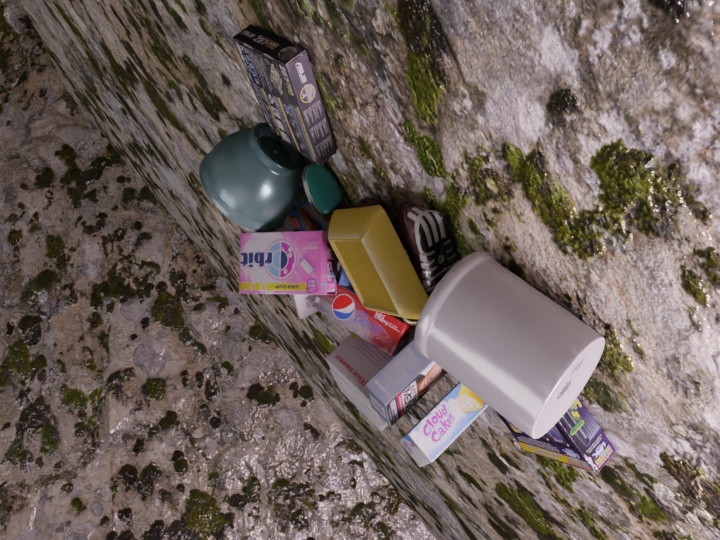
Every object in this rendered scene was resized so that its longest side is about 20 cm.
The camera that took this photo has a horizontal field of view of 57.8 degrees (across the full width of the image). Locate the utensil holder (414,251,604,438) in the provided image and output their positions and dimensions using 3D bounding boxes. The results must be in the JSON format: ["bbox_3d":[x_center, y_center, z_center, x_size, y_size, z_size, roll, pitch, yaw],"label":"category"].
[{"bbox_3d":[0.199,0.100,0.879,0.199,0.169,0.171,38,159,30],"label":"utensil holder"}]

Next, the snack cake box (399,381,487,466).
[{"bbox_3d":[0.170,0.271,1.225,0.067,0.199,0.115,46,162,10],"label":"snack cake box"}]

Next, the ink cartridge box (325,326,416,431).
[{"bbox_3d":[0.053,0.196,1.369,0.145,0.199,0.146,37,159,35],"label":"ink cartridge box"}]

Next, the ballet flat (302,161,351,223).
[{"bbox_3d":[-0.049,-0.116,1.246,0.201,0.068,0.075,52,172,-14],"label":"ballet flat"}]

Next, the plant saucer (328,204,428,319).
[{"bbox_3d":[0.020,-0.003,1.078,0.203,0.048,0.199,62,161,-14],"label":"plant saucer"}]

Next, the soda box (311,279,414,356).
[{"bbox_3d":[0.005,0.088,1.288,0.198,0.071,0.063,30,-173,21],"label":"soda box"}]

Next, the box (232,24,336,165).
[{"bbox_3d":[-0.126,-0.295,1.104,0.161,0.049,0.202,39,159,39],"label":"box"}]

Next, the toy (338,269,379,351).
[{"bbox_3d":[0.006,0.062,1.360,0.199,0.115,0.048,39,162,35],"label":"toy"}]

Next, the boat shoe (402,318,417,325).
[{"bbox_3d":[0.102,0.068,1.217,0.200,0.066,0.073,23,148,56],"label":"boat shoe"}]

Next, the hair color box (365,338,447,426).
[{"bbox_3d":[0.104,0.188,1.225,0.060,0.199,0.100,39,159,30],"label":"hair color box"}]

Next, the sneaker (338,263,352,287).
[{"bbox_3d":[0.000,0.000,1.265,0.076,0.072,0.200,9,-178,2],"label":"sneaker"}]

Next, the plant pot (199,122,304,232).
[{"bbox_3d":[-0.191,-0.195,1.257,0.201,0.200,0.134,49,121,4],"label":"plant pot"}]

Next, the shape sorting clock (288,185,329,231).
[{"bbox_3d":[-0.089,-0.094,1.377,0.198,0.039,0.202,33,151,21],"label":"shape sorting clock"}]

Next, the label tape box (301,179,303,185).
[{"bbox_3d":[-0.173,-0.153,1.473,0.199,0.063,0.146,30,154,49],"label":"label tape box"}]

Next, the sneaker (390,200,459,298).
[{"bbox_3d":[0.101,-0.029,1.048,0.115,0.075,0.203,42,153,47],"label":"sneaker"}]

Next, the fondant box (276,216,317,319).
[{"bbox_3d":[-0.147,-0.020,1.377,0.145,0.057,0.202,89,156,-63],"label":"fondant box"}]

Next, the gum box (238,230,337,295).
[{"bbox_3d":[-0.132,-0.013,1.233,0.196,0.117,0.066,0,177,27],"label":"gum box"}]

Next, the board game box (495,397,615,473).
[{"bbox_3d":[0.298,0.236,1.080,0.166,0.057,0.199,52,162,-9],"label":"board game box"}]

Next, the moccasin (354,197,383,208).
[{"bbox_3d":[0.029,-0.033,1.177,0.073,0.078,0.203,23,148,33],"label":"moccasin"}]
